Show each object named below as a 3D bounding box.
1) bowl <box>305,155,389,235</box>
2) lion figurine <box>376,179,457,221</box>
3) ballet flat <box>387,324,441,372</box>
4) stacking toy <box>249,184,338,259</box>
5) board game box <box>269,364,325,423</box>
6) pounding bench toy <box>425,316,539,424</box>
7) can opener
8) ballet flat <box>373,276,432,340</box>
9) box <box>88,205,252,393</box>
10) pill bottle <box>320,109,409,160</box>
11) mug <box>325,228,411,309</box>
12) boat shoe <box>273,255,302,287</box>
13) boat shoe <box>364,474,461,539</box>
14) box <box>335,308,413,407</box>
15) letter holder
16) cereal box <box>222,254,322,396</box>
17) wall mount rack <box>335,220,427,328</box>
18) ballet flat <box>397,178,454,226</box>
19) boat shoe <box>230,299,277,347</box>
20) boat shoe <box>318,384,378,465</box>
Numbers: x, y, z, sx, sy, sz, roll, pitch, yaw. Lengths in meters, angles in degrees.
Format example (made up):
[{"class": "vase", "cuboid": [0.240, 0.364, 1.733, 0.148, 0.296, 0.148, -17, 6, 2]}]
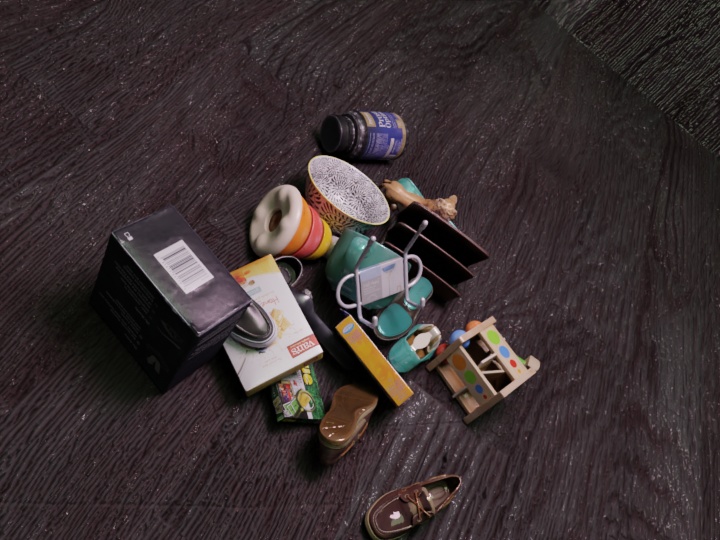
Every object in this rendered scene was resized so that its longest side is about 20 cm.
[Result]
[{"class": "bowl", "cuboid": [-0.045, -0.137, 1.463, 0.199, 0.094, 0.202, 27, 34, -20]}, {"class": "lion figurine", "cuboid": [0.112, -0.150, 1.519, 0.198, 0.122, 0.073, 18, 89, 2]}, {"class": "ballet flat", "cuboid": [0.120, 0.141, 1.355, 0.068, 0.070, 0.200, 55, 29, 4]}, {"class": "stacking toy", "cuboid": [-0.105, -0.065, 1.376, 0.199, 0.145, 0.148, 27, 42, -40]}, {"class": "board game box", "cuboid": [-0.123, 0.166, 1.213, 0.104, 0.023, 0.202, 18, 45, -49]}, {"class": "pounding bench toy", "cuboid": [0.256, 0.179, 1.416, 0.199, 0.124, 0.157, -23, 71, -44]}, {"class": "can opener", "cuboid": [-0.080, 0.105, 1.266, 0.200, 0.079, 0.063, 47, 2, -22]}, {"class": "ballet flat", "cuboid": [0.080, 0.086, 1.412, 0.067, 0.064, 0.200, 46, 49, 1]}, {"class": "box", "cuboid": [-0.296, 0.046, 1.074, 0.197, 0.200, 0.117, 48, 46, 7]}, {"class": "pill bottle", "cuboid": [0.009, -0.316, 1.641, 0.198, 0.112, 0.113, -6, 60, -39]}, {"class": "mug", "cuboid": [-0.003, -0.001, 1.348, 0.184, 0.115, 0.151, 31, -4, -40]}, {"class": "boat shoe", "cuboid": [-0.185, 0.035, 1.261, 0.201, 0.063, 0.074, -36, 87, -40]}, {"class": "boat shoe", "cuboid": [0.094, 0.389, 1.173, 0.198, 0.072, 0.073, -8, 61, -39]}, {"class": "box", "cuboid": [0.017, 0.158, 1.272, 0.041, 0.119, 0.200, -40, 80, -7]}, {"class": "letter holder", "cuboid": [0.153, -0.039, 1.482, 0.199, 0.142, 0.101, 35, 74, -7]}, {"class": "cereal box", "cuboid": [-0.169, 0.089, 1.173, 0.143, 0.040, 0.201, -26, 70, -15]}, {"class": "wall mount rack", "cuboid": [0.053, 0.001, 1.243, 0.198, 0.176, 0.074, -19, 27, -32]}, {"class": "ballet flat", "cuboid": [0.142, -0.122, 1.616, 0.200, 0.067, 0.070, 46, 68, 3]}, {"class": "boat shoe", "cuboid": [-0.217, 0.049, 1.134, 0.199, 0.057, 0.069, 38, 72, 14]}, {"class": "boat shoe", "cuboid": [-0.023, 0.261, 1.192, 0.071, 0.073, 0.200, 15, 22, 11]}]
